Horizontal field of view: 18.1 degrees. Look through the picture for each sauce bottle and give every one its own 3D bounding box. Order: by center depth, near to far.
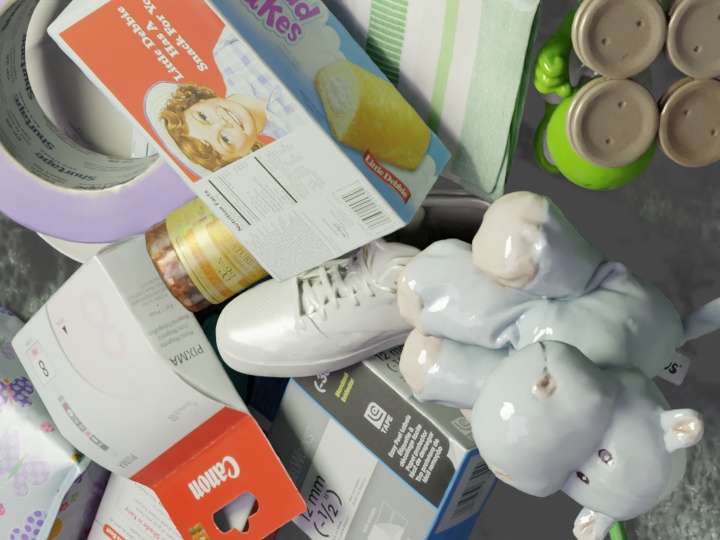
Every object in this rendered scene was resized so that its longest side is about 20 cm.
[{"bbox_3d":[-0.033,-0.048,1.366,0.200,0.066,0.066,-32,87,11],"label":"sauce bottle"}]

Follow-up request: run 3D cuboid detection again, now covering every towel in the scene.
[{"bbox_3d":[-0.003,-0.124,1.253,0.199,0.023,0.153,22,139,14],"label":"towel"}]

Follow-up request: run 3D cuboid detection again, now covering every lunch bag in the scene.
[{"bbox_3d":[-0.264,0.150,1.606,0.169,0.127,0.200,36,114,17],"label":"lunch bag"}]

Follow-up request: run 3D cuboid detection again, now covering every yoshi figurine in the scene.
[{"bbox_3d":[0.146,-0.126,1.232,0.112,0.112,0.201,26,122,18],"label":"yoshi figurine"}]

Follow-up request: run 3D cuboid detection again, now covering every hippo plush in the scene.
[{"bbox_3d":[0.111,0.076,1.232,0.200,0.161,0.159,23,128,-23],"label":"hippo plush"}]

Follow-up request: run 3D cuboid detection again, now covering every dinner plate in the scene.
[{"bbox_3d":[-0.187,-0.095,1.528,0.200,0.024,0.201,13,114,32],"label":"dinner plate"}]

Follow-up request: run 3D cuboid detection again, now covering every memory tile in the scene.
[{"bbox_3d":[0.183,-0.151,1.187,0.017,0.153,0.201,-128,38,-63],"label":"memory tile"}]

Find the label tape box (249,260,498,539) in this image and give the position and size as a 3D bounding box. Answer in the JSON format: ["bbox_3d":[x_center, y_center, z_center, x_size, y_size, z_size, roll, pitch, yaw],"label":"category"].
[{"bbox_3d":[-0.009,0.096,1.431,0.200,0.066,0.144,39,127,23],"label":"label tape box"}]

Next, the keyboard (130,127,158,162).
[{"bbox_3d":[-0.115,-0.155,1.451,0.056,0.011,0.201,9,109,10],"label":"keyboard"}]

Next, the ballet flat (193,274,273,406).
[{"bbox_3d":[-0.089,0.009,1.464,0.073,0.073,0.201,25,115,26],"label":"ballet flat"}]

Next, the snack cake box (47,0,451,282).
[{"bbox_3d":[-0.060,-0.098,1.249,0.115,0.067,0.200,-22,116,45],"label":"snack cake box"}]

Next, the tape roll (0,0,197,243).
[{"bbox_3d":[-0.164,-0.124,1.421,0.199,0.085,0.201,3,107,11],"label":"tape roll"}]

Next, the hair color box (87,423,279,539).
[{"bbox_3d":[-0.123,0.185,1.556,0.111,0.064,0.200,36,122,21],"label":"hair color box"}]

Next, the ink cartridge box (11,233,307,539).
[{"bbox_3d":[-0.134,0.095,1.439,0.163,0.057,0.200,-39,76,54],"label":"ink cartridge box"}]

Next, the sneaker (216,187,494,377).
[{"bbox_3d":[0.000,0.000,1.329,0.199,0.116,0.074,-12,60,7],"label":"sneaker"}]

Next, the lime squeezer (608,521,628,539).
[{"bbox_3d":[0.112,0.087,1.372,0.200,0.038,0.071,51,127,9],"label":"lime squeezer"}]
